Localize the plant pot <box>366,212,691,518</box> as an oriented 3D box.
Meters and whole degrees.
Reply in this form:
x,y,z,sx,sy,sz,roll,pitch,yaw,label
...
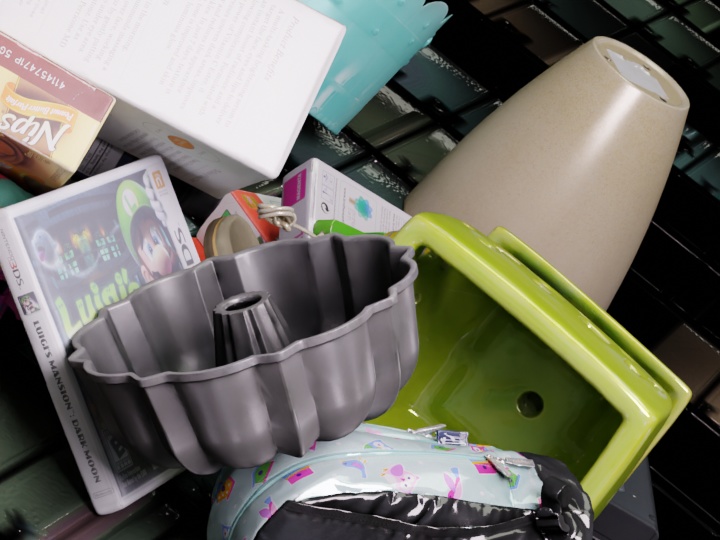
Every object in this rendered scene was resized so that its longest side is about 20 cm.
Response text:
x,y,z,sx,sy,sz,roll,pitch,yaw,label
0.080,0.091,1.693,0.200,0.199,0.181,42,17,14,plant pot

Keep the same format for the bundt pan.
x,y,z,sx,sy,sz,roll,pitch,yaw,label
-0.056,0.051,1.500,0.202,0.202,0.076,-67,143,-67,bundt pan

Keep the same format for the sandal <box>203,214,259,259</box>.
x,y,z,sx,sy,sz,roll,pitch,yaw,label
-0.061,0.015,1.687,0.200,0.054,0.080,-100,169,-74,sandal

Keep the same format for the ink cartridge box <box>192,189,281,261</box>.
x,y,z,sx,sy,sz,roll,pitch,yaw,label
-0.055,-0.002,1.864,0.200,0.050,0.109,11,34,-47,ink cartridge box

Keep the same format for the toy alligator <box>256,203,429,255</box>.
x,y,z,sx,sy,sz,roll,pitch,yaw,label
0.000,0.000,1.742,0.059,0.054,0.200,-1,-9,41,toy alligator

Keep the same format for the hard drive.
x,y,z,sx,sy,sz,roll,pitch,yaw,label
0.145,0.115,1.940,0.140,0.033,0.200,30,23,-12,hard drive

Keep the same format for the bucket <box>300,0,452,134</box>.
x,y,z,sx,sy,sz,roll,pitch,yaw,label
-0.047,-0.212,2.119,0.207,0.135,0.207,39,1,-1,bucket

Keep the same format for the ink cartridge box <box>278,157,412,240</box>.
x,y,z,sx,sy,sz,roll,pitch,yaw,label
0.026,0.020,1.841,0.200,0.042,0.119,28,49,-32,ink cartridge box

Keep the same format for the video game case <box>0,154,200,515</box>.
x,y,z,sx,sy,sz,roll,pitch,yaw,label
-0.136,0.033,1.597,0.200,0.023,0.182,-28,97,-65,video game case

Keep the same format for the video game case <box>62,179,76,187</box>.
x,y,z,sx,sy,sz,roll,pitch,yaw,label
-0.221,-0.121,1.905,0.182,0.022,0.200,39,22,8,video game case

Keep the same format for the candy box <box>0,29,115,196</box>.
x,y,z,sx,sy,sz,roll,pitch,yaw,label
-0.220,-0.096,1.615,0.115,0.055,0.200,31,-10,-9,candy box

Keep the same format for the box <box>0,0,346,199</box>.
x,y,z,sx,sy,sz,roll,pitch,yaw,label
-0.134,-0.140,1.655,0.200,0.106,0.152,27,-10,-13,box

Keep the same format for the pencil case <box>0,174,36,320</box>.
x,y,z,sx,sy,sz,roll,pitch,yaw,label
-0.273,-0.048,1.605,0.200,0.088,0.088,31,23,-7,pencil case

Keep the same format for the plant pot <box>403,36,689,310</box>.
x,y,z,sx,sy,sz,roll,pitch,yaw,label
0.166,-0.079,2.139,0.187,0.200,0.187,30,24,-14,plant pot

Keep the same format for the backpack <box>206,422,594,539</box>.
x,y,z,sx,sy,sz,roll,pitch,yaw,label
0.012,0.162,1.526,0.200,0.167,0.127,11,18,-22,backpack

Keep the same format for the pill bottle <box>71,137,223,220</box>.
x,y,z,sx,sy,sz,roll,pitch,yaw,label
-0.174,-0.113,1.779,0.200,0.112,0.112,26,24,-14,pill bottle
